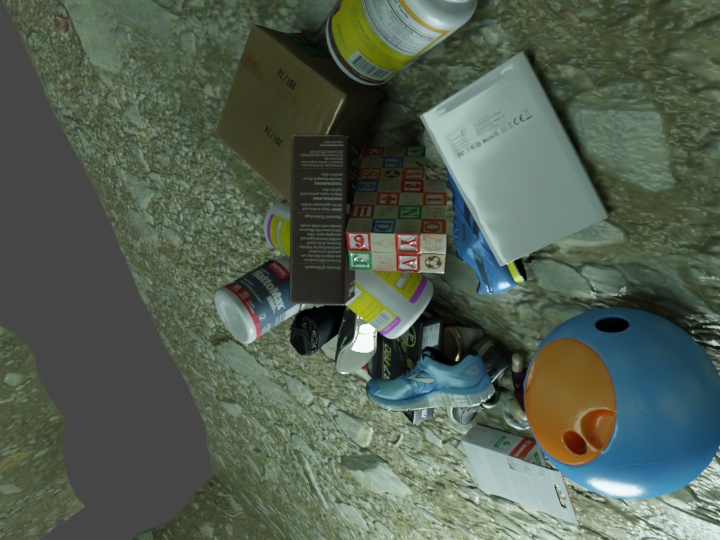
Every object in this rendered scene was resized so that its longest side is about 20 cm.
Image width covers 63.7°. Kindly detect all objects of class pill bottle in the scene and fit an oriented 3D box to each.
[{"bbox_3d":[-0.074,-0.058,1.020,0.200,0.104,0.105,24,136,41],"label":"pill bottle"},{"bbox_3d":[0.052,-0.294,0.638,0.200,0.109,0.110,-16,105,56],"label":"pill bottle"},{"bbox_3d":[0.000,0.000,0.838,0.200,0.104,0.104,39,148,-6],"label":"pill bottle"},{"bbox_3d":[-0.177,0.045,1.157,0.119,0.200,0.120,33,141,32],"label":"pill bottle"}]

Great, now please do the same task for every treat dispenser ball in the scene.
[{"bbox_3d":[0.281,0.142,0.632,0.201,0.201,0.201,33,141,32],"label":"treat dispenser ball"}]

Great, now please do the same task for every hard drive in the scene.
[{"bbox_3d":[0.172,-0.121,0.657,0.132,0.027,0.200,-27,96,27],"label":"hard drive"}]

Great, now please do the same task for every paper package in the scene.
[{"bbox_3d":[-0.090,-0.223,0.845,0.200,0.103,0.191,42,121,22],"label":"paper package"}]

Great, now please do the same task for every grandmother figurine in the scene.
[{"bbox_3d":[0.257,0.176,0.834,0.200,0.060,0.122,103,154,-53],"label":"grandmother figurine"}]

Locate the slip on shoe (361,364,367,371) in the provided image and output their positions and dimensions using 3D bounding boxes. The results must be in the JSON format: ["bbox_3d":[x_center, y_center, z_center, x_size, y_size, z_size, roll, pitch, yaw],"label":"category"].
[{"bbox_3d":[0.045,0.200,1.130,0.200,0.061,0.074,25,138,42],"label":"slip on shoe"}]

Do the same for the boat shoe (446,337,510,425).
[{"bbox_3d":[0.188,0.192,0.919,0.066,0.072,0.201,41,143,32],"label":"boat shoe"}]

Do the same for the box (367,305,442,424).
[{"bbox_3d":[0.070,0.132,0.985,0.161,0.049,0.201,43,138,52],"label":"box"}]

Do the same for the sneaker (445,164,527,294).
[{"bbox_3d":[0.141,-0.058,0.746,0.078,0.066,0.201,-21,104,26],"label":"sneaker"}]

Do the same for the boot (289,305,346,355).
[{"bbox_3d":[-0.065,0.099,1.087,0.077,0.168,0.200,53,148,8],"label":"boot"}]

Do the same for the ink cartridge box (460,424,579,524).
[{"bbox_3d":[0.268,0.331,0.959,0.200,0.050,0.109,0,118,52],"label":"ink cartridge box"}]

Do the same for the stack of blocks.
[{"bbox_3d":[0.053,-0.085,0.743,0.115,0.200,0.059,1,131,7],"label":"stack of blocks"}]

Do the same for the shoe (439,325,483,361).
[{"bbox_3d":[0.148,0.155,0.956,0.070,0.053,0.200,61,153,29],"label":"shoe"}]

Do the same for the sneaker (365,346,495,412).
[{"bbox_3d":[0.100,0.159,0.878,0.199,0.078,0.090,-12,89,25],"label":"sneaker"}]

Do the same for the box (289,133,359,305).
[{"bbox_3d":[-0.044,-0.061,0.723,0.075,0.100,0.201,3,95,7],"label":"box"}]

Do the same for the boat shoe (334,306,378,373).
[{"bbox_3d":[-0.002,0.099,0.999,0.057,0.067,0.200,-105,25,-44],"label":"boat shoe"}]
